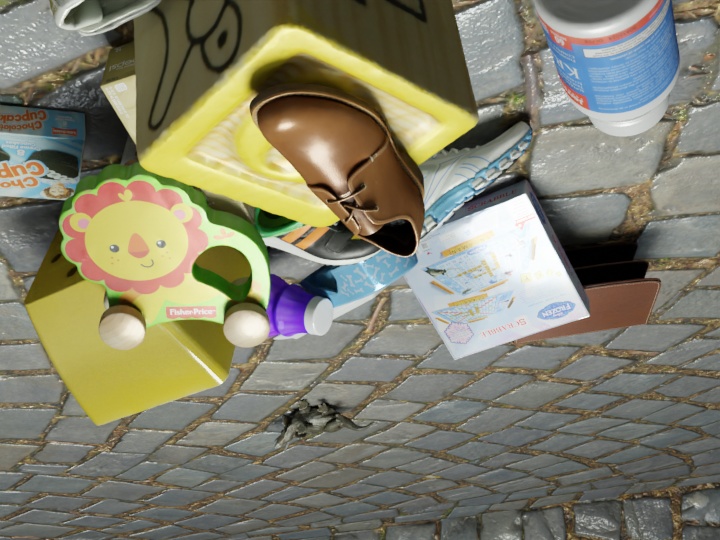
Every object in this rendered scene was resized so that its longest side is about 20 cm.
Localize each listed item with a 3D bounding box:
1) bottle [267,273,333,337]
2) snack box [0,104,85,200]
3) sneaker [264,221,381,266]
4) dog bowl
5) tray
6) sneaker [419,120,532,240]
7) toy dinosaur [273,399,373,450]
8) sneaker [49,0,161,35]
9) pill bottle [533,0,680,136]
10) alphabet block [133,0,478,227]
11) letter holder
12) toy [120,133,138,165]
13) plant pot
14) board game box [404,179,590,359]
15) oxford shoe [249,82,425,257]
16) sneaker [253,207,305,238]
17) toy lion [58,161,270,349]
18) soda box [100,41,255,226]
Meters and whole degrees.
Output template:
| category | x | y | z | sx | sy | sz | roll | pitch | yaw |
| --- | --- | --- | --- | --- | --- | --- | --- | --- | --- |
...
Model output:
| category | x | y | z | sx | sy | sz | roll | pitch | yaw |
| --- | --- | --- | --- | --- | --- | --- | --- | --- | --- |
| bottle | -0.130 | 0.044 | 1.211 | 0.199 | 0.084 | 0.065 | 10 | -175 | 30 |
| snack box | -0.383 | -0.120 | 0.948 | 0.199 | 0.037 | 0.116 | 2 | 152 | -20 |
| sneaker | -0.066 | -0.065 | 1.062 | 0.199 | 0.070 | 0.090 | 12 | 149 | 9 |
| dog bowl | 0.000 | 0.000 | 1.180 | 0.111 | 0.050 | 0.200 | -34 | -173 | -28 |
| tray | -0.027 | 0.046 | 1.319 | 0.200 | 0.022 | 0.107 | -30 | -176 | 37 |
| sneaker | 0.100 | -0.113 | 1.059 | 0.200 | 0.087 | 0.075 | -38 | 175 | 11 |
| toy dinosaur | -0.077 | 0.287 | 1.814 | 0.199 | 0.077 | 0.102 | -12 | 165 | -3 |
| sneaker | -0.238 | -0.229 | 0.690 | 0.199 | 0.116 | 0.074 | -7 | 155 | 1 |
| pill bottle | 0.231 | -0.207 | 0.861 | 0.112 | 0.113 | 0.200 | -16 | 151 | 17 |
| alphabet block | -0.051 | -0.180 | 0.740 | 0.196 | 0.201 | 0.195 | 16 | 146 | -39 |
| letter holder | 0.308 | 0.018 | 1.338 | 0.199 | 0.101 | 0.142 | -9 | 151 | 2 |
| toy | -0.186 | -0.120 | 0.991 | 0.115 | 0.047 | 0.200 | 3 | 152 | -24 |
| plant pot | -0.268 | 0.030 | 1.103 | 0.199 | 0.201 | 0.177 | -20 | 129 | 23 |
| board game box | 0.167 | 0.005 | 1.227 | 0.199 | 0.041 | 0.200 | -20 | 117 | 25 |
| oxford shoe | -0.005 | -0.067 | 0.677 | 0.071 | 0.072 | 0.200 | -21 | 149 | 27 |
| sneaker | -0.038 | -0.092 | 0.989 | 0.200 | 0.084 | 0.074 | -37 | 110 | 1 |
| toy lion | -0.188 | -0.016 | 0.923 | 0.199 | 0.069 | 0.192 | 0 | 125 | -7 |
| soda box | -0.168 | -0.123 | 0.903 | 0.067 | 0.064 | 0.200 | -15 | 133 | 10 |
